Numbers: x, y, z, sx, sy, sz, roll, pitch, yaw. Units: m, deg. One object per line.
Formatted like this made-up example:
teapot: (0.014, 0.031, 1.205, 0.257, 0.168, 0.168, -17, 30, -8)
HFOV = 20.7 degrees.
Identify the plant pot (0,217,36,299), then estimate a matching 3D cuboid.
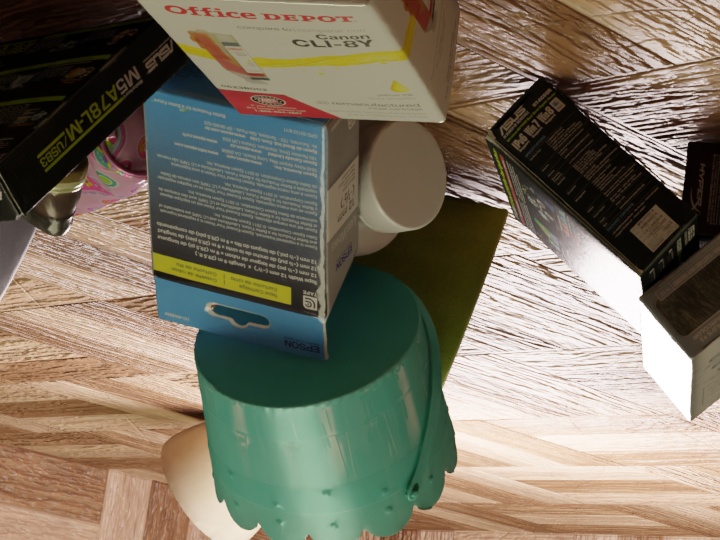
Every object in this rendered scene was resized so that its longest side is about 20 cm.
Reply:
plant pot: (-0.397, -0.045, 1.667, 0.198, 0.179, 0.199, 4, 166, 21)

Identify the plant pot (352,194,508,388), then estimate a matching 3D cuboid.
plant pot: (0.000, 0.000, 1.668, 0.199, 0.188, 0.187, 22, 167, 1)

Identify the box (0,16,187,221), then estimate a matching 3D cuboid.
box: (-0.247, -0.099, 1.357, 0.199, 0.193, 0.048, -4, 121, 39)

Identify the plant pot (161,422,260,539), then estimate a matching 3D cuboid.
plant pot: (-0.192, 0.306, 3.038, 0.134, 0.201, 0.200, -37, 147, 18)

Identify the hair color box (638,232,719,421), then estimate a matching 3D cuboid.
hair color box: (0.259, 0.038, 1.434, 0.061, 0.099, 0.200, 51, 176, 18)

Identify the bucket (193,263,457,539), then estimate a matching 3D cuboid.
bucket: (-0.029, 0.097, 1.515, 0.205, 0.208, 0.136, 4, 128, 19)

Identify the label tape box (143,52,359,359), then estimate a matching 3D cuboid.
label tape box: (-0.077, -0.046, 1.423, 0.142, 0.066, 0.201, 14, 127, 19)

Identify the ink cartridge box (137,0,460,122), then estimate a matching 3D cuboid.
ink cartridge box: (-0.033, -0.160, 1.169, 0.144, 0.084, 0.200, 4, 166, 16)

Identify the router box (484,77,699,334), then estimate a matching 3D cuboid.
router box: (0.172, -0.041, 1.428, 0.150, 0.062, 0.200, 43, 176, 17)

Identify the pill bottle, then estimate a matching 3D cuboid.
pill bottle: (-0.032, -0.063, 1.511, 0.111, 0.112, 0.199, 20, 162, -40)

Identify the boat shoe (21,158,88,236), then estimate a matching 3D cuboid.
boat shoe: (-0.268, -0.086, 1.493, 0.071, 0.067, 0.201, -2, -156, -35)

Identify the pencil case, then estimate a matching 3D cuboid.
pencil case: (-0.206, -0.095, 1.541, 0.087, 0.088, 0.200, 15, 167, -27)

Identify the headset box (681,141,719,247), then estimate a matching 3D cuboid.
headset box: (0.342, -0.032, 1.487, 0.198, 0.076, 0.149, 6, 166, 12)
